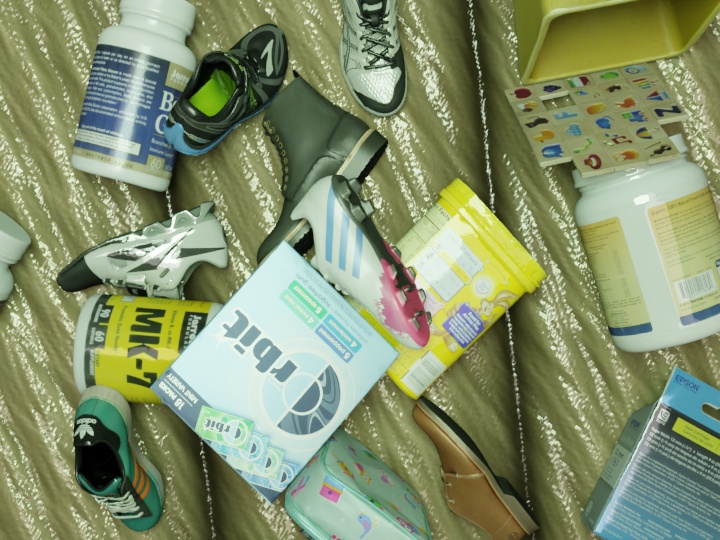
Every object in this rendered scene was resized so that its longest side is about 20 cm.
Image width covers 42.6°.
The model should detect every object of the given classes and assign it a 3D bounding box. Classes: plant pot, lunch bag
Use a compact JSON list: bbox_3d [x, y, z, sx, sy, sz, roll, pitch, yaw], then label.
[{"bbox_3d":[0.253,-0.337,0.962,0.190,0.196,0.205,-10,81,1],"label":"plant pot"},{"bbox_3d":[0.002,0.251,0.969,0.160,0.200,0.077,41,94,-2],"label":"lunch bag"}]

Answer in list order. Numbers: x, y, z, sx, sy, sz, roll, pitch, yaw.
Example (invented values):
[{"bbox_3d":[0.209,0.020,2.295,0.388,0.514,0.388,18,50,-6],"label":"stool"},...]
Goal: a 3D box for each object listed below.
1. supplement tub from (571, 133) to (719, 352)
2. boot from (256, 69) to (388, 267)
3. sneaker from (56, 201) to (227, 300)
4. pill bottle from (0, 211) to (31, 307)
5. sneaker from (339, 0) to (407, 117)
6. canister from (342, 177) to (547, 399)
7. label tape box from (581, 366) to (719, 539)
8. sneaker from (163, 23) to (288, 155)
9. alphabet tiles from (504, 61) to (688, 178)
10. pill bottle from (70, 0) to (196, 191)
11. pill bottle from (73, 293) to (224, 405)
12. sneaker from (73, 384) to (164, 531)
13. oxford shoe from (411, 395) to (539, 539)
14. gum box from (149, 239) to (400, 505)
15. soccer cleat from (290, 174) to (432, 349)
[{"bbox_3d":[0.311,-0.029,0.983,0.141,0.144,0.204,-17,91,2],"label":"supplement tub"},{"bbox_3d":[-0.081,-0.108,1.032,0.138,0.078,0.201,39,81,5],"label":"boot"},{"bbox_3d":[-0.241,0.000,1.030,0.196,0.074,0.090,-21,89,2],"label":"sneaker"},{"bbox_3d":[-0.455,0.025,1.017,0.110,0.111,0.201,37,92,0],"label":"pill bottle"},{"bbox_3d":[0.008,-0.271,1.012,0.074,0.088,0.205,-11,93,0],"label":"sneaker"},{"bbox_3d":[0.084,0.022,1.019,0.200,0.087,0.149,-44,90,3],"label":"canister"},{"bbox_3d":[0.357,0.228,1.030,0.141,0.066,0.203,27,89,0],"label":"label tape box"},{"bbox_3d":[-0.134,-0.203,0.990,0.070,0.083,0.200,38,54,-1],"label":"sneaker"},{"bbox_3d":[0.252,-0.160,0.970,0.163,0.202,0.008,-11,127,2],"label":"alphabet tiles"},{"bbox_3d":[-0.240,-0.197,1.006,0.109,0.111,0.205,14,92,1],"label":"pill bottle"},{"bbox_3d":[-0.203,0.090,1.013,0.195,0.114,0.117,4,92,1],"label":"pill bottle"},{"bbox_3d":[-0.268,0.224,0.995,0.070,0.081,0.203,-5,125,10],"label":"sneaker"},{"bbox_3d":[0.114,0.230,1.033,0.071,0.071,0.201,-38,92,7],"label":"oxford shoe"},{"bbox_3d":[-0.086,0.102,0.944,0.170,0.045,0.200,44,82,-4],"label":"gum box"},{"bbox_3d":[0.000,0.000,0.959,0.085,0.070,0.203,-31,86,24],"label":"soccer cleat"}]
